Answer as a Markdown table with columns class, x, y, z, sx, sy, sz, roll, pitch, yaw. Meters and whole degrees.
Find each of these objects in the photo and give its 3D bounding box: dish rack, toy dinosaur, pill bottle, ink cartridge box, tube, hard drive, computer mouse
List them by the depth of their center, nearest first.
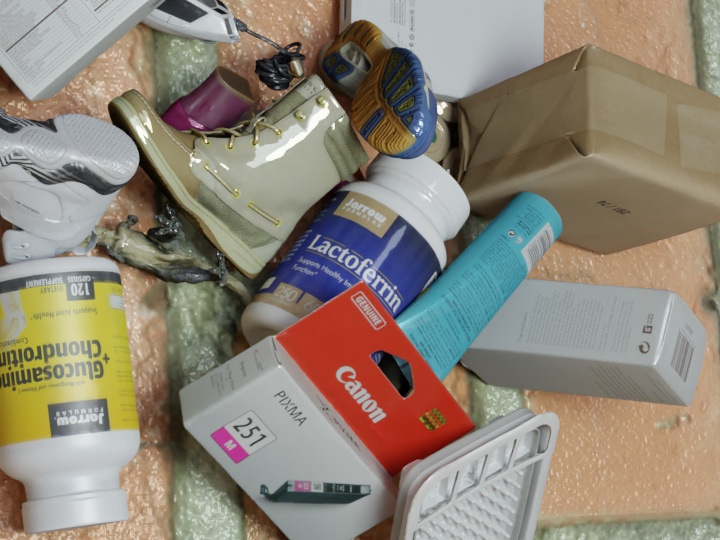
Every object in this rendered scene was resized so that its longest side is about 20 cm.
| class | x | y | z | sx | sy | sz | roll | pitch | yaw |
| --- | --- | --- | --- | --- | --- | --- | --- | --- | --- |
| pill bottle | -0.228 | 0.096 | 1.498 | 0.111 | 0.112 | 0.202 | -4 | 82 | -28 |
| ink cartridge box | -0.020 | 0.124 | 1.549 | 0.173 | 0.044 | 0.200 | -31 | 128 | 10 |
| toy dinosaur | -0.150 | -0.009 | 1.574 | 0.199 | 0.088 | 0.048 | 24 | 68 | -22 |
| pill bottle | 0.000 | 0.000 | 1.619 | 0.116 | 0.116 | 0.201 | 42 | 68 | -15 |
| tube | 0.094 | 0.016 | 1.619 | 0.200 | 0.050 | 0.078 | -47 | 114 | -29 |
| dish rack | 0.082 | 0.207 | 1.621 | 0.171 | 0.043 | 0.201 | -25 | 136 | -36 |
| computer mouse | -0.136 | -0.207 | 1.632 | 0.199 | 0.110 | 0.044 | 29 | 106 | -9 |
| hard drive | 0.075 | -0.218 | 1.751 | 0.198 | 0.026 | 0.133 | 8 | 77 | -27 |

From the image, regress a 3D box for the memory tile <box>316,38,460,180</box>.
| class | x | y | z | sx | sy | sz | roll | pitch | yaw |
| --- | --- | --- | --- | --- | --- | --- | --- | --- | --- |
| memory tile | 0.064 | -0.173 | 1.761 | 0.200 | 0.017 | 0.154 | 40 | 64 | -15 |

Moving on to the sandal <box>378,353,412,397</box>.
| class | x | y | z | sx | sy | sz | roll | pitch | yaw |
| --- | --- | --- | --- | --- | --- | --- | --- | --- | --- |
| sandal | 0.019 | 0.077 | 1.666 | 0.082 | 0.054 | 0.201 | 39 | 65 | -16 |

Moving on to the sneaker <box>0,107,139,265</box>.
| class | x | y | z | sx | sy | sz | roll | pitch | yaw |
| --- | --- | --- | --- | --- | --- | --- | --- | --- | --- |
| sneaker | -0.275 | -0.068 | 1.475 | 0.198 | 0.115 | 0.075 | 11 | 36 | -21 |

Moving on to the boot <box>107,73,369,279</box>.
| class | x | y | z | sx | sy | sz | roll | pitch | yaw |
| --- | --- | --- | --- | --- | --- | --- | --- | --- | --- |
| boot | -0.095 | -0.108 | 1.561 | 0.155 | 0.072 | 0.200 | -43 | 125 | -4 |

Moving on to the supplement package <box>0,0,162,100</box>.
| class | x | y | z | sx | sy | sz | roll | pitch | yaw |
| --- | --- | --- | --- | --- | --- | --- | --- | --- | --- |
| supplement package | -0.254 | -0.255 | 1.496 | 0.150 | 0.152 | 0.200 | -40 | 97 | 1 |

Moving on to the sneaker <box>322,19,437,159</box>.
| class | x | y | z | sx | sy | sz | roll | pitch | yaw |
| --- | --- | --- | --- | --- | --- | --- | --- | --- | --- |
| sneaker | 0.036 | -0.138 | 1.604 | 0.075 | 0.200 | 0.088 | -43 | 121 | 12 |

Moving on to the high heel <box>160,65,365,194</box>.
| class | x | y | z | sx | sy | sz | roll | pitch | yaw |
| --- | --- | --- | --- | --- | --- | --- | --- | --- | --- |
| high heel | -0.084 | -0.095 | 1.662 | 0.199 | 0.096 | 0.068 | 34 | 25 | -32 |

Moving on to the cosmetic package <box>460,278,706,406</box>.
| class | x | y | z | sx | sy | sz | roll | pitch | yaw |
| --- | --- | --- | --- | --- | --- | --- | --- | --- | --- |
| cosmetic package | 0.183 | 0.058 | 1.665 | 0.102 | 0.199 | 0.075 | 44 | 58 | -54 |

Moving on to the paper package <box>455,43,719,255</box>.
| class | x | y | z | sx | sy | sz | roll | pitch | yaw |
| --- | --- | --- | --- | --- | --- | --- | --- | --- | --- |
| paper package | 0.210 | -0.098 | 1.714 | 0.199 | 0.190 | 0.104 | 16 | 68 | -34 |
